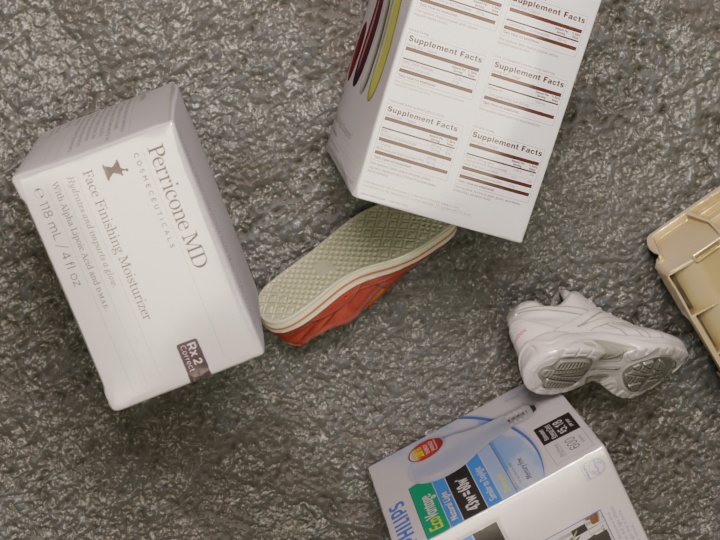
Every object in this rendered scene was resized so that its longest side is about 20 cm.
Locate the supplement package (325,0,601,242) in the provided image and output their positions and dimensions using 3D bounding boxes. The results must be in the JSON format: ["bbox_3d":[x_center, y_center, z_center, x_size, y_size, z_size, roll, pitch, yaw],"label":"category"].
[{"bbox_3d":[0.075,-0.156,1.051,0.145,0.191,0.202,14,102,-12],"label":"supplement package"}]

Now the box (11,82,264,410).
[{"bbox_3d":[-0.174,-0.027,1.048,0.129,0.200,0.201,-21,107,-1],"label":"box"}]

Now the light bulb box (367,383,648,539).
[{"bbox_3d":[0.128,0.217,1.159,0.199,0.198,0.126,-28,106,-1],"label":"light bulb box"}]

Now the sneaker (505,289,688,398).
[{"bbox_3d":[0.219,0.058,1.191,0.198,0.100,0.078,8,134,-34],"label":"sneaker"}]

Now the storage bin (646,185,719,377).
[{"bbox_3d":[0.396,0.012,1.195,0.198,0.094,0.201,-34,107,3],"label":"storage bin"}]

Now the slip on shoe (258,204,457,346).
[{"bbox_3d":[0.000,0.000,1.157,0.199,0.074,0.061,-34,142,-4],"label":"slip on shoe"}]
